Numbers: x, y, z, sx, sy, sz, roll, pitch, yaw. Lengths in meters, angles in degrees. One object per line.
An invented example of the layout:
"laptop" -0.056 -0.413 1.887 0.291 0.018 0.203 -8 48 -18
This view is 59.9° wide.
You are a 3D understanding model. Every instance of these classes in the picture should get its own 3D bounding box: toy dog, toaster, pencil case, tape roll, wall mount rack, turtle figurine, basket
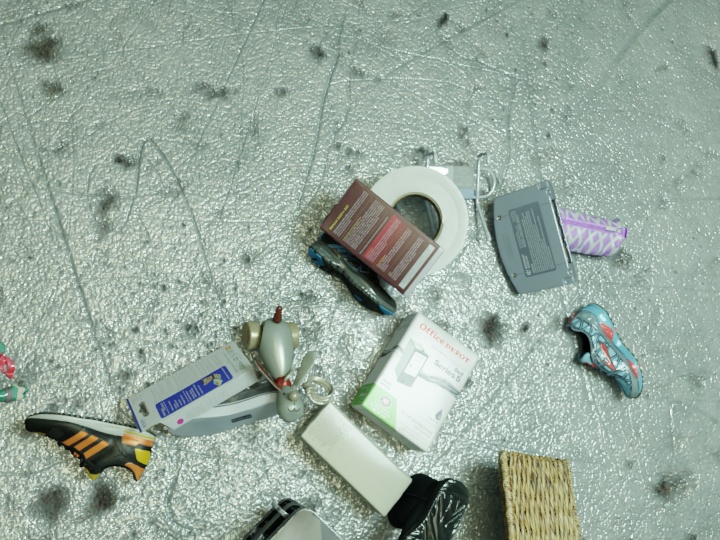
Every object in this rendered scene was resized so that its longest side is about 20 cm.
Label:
"toy dog" -0.127 0.140 1.039 0.131 0.097 0.200 -19 54 -39
"toaster" -0.080 0.458 0.971 0.200 0.181 0.119 45 70 -1
"pencil case" 0.443 -0.081 1.282 0.197 0.085 0.085 9 80 -12
"tape roll" 0.100 -0.089 1.163 0.199 0.071 0.206 0 92 3
"wall mount rack" 0.191 -0.146 1.238 0.197 0.075 0.176 -2 97 -14
"turtle figurine" -0.599 0.163 0.950 0.150 0.101 0.200 45 77 -1
"basket" 0.278 0.429 1.083 0.147 0.143 0.202 12 57 -19

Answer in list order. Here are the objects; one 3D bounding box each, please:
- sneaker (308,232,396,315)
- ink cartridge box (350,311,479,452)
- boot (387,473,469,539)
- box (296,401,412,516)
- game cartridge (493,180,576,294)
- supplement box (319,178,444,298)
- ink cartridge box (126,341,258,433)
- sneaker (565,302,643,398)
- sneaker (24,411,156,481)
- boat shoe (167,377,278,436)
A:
"sneaker" 0.000 0.000 1.153 0.200 0.073 0.082 43 69 -3
"ink cartridge box" 0.099 0.199 1.128 0.145 0.084 0.201 35 71 -5
"boot" 0.087 0.427 1.027 0.076 0.168 0.201 38 66 -4
"box" -0.013 0.322 1.079 0.200 0.068 0.082 46 71 -2
"game cartridge" 0.334 -0.060 1.225 0.040 0.132 0.203 -12 87 -55
"supplement box" 0.037 -0.056 1.103 0.199 0.061 0.109 39 92 0
"ink cartridge box" -0.274 0.195 1.023 0.198 0.095 0.037 -26 126 -22
"sneaker" 0.479 0.173 1.248 0.095 0.079 0.202 -26 77 -9
"sneaker" -0.429 0.278 0.978 0.198 0.070 0.091 14 71 -13
"boat shoe" -0.225 0.223 1.050 0.197 0.070 0.067 -15 52 -6
